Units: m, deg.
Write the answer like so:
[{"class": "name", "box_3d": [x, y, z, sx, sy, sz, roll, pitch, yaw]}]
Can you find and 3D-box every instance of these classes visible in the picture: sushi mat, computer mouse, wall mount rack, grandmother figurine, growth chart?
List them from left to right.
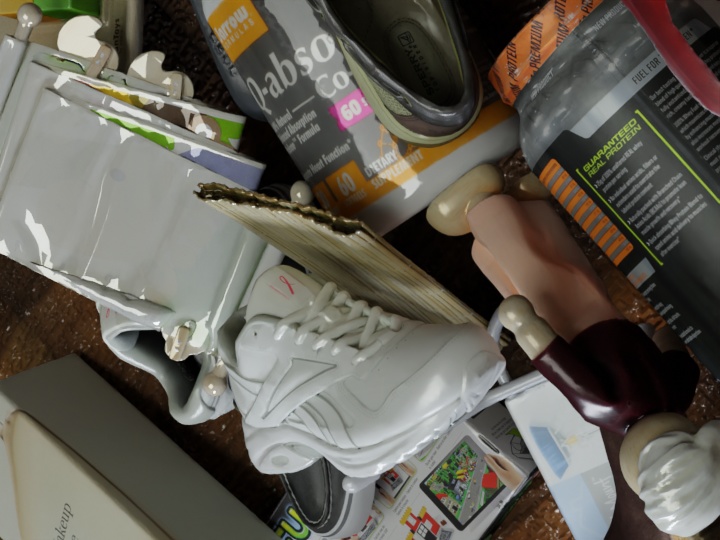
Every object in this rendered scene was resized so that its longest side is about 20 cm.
[{"class": "growth chart", "box_3d": [-0.125, -0.044, 1.082, 0.200, 0.018, 0.145, 31, 93, 3]}, {"class": "computer mouse", "box_3d": [-0.079, -0.174, 1.085, 0.034, 0.059, 0.201, -23, 92, 19]}, {"class": "sushi mat", "box_3d": [0.000, 0.000, 1.032, 0.095, 0.200, 0.012, 16, 80, 30]}, {"class": "wall mount rack", "box_3d": [0.098, 0.117, 1.047, 0.173, 0.075, 0.201, -26, 97, 14]}, {"class": "grandmother figurine", "box_3d": [0.111, 0.038, 0.934, 0.200, 0.121, 0.061, 60, 136, 35]}]

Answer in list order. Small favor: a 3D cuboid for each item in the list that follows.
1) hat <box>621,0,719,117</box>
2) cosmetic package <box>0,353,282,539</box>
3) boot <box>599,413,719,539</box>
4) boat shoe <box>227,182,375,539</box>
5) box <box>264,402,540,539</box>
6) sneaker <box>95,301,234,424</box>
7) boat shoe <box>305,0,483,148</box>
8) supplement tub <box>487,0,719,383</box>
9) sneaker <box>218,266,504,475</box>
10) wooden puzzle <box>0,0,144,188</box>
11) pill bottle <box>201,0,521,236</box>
[{"class": "hat", "box_3d": [0.064, -0.156, 0.912, 0.165, 0.200, 0.177, -14, 109, 6]}, {"class": "cosmetic package", "box_3d": [-0.145, 0.152, 1.223, 0.200, 0.073, 0.104, 36, 127, 29]}, {"class": "boot", "box_3d": [0.112, 0.168, 0.985, 0.166, 0.072, 0.201, -30, 73, 28]}, {"class": "boat shoe", "box_3d": [-0.045, 0.052, 1.113, 0.070, 0.066, 0.201, -9, 90, 49]}, {"class": "box", "box_3d": [0.016, 0.139, 1.160, 0.110, 0.035, 0.200, 41, 126, 12]}, {"class": "sneaker", "box_3d": [-0.120, -0.002, 1.149, 0.078, 0.099, 0.200, -37, 87, 38]}, {"class": "boat shoe", "box_3d": [-0.003, -0.150, 0.927, 0.200, 0.073, 0.065, 54, 169, -1]}, {"class": "supplement tub", "box_3d": [0.159, -0.048, 0.934, 0.200, 0.122, 0.123, 49, 127, 6]}, {"class": "sneaker", "box_3d": [-0.014, 0.043, 0.982, 0.200, 0.078, 0.100, -15, 108, 53]}, {"class": "wooden puzzle", "box_3d": [-0.205, -0.126, 1.149, 0.199, 0.046, 0.186, 0, 87, 35]}, {"class": "pill bottle", "box_3d": [-0.009, -0.122, 1.017, 0.116, 0.116, 0.200, -33, 90, 38]}]
